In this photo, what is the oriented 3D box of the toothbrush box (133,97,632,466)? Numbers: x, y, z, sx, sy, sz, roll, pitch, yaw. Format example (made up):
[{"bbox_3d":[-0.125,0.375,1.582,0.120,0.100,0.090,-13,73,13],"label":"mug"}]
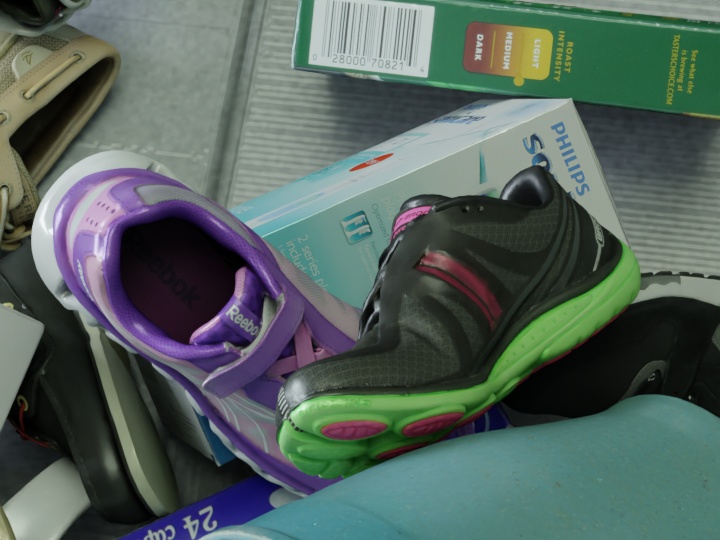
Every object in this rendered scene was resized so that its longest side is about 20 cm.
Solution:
[{"bbox_3d":[0.000,0.000,1.253,0.200,0.146,0.085,-23,98,-9],"label":"toothbrush box"}]

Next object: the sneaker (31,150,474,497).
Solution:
[{"bbox_3d":[-0.038,0.029,1.126,0.200,0.088,0.081,36,82,-10],"label":"sneaker"}]

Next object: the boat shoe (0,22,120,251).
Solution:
[{"bbox_3d":[-0.180,-0.041,1.338,0.064,0.071,0.200,21,62,15],"label":"boat shoe"}]

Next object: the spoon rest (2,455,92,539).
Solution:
[{"bbox_3d":[-0.167,0.156,1.231,0.099,0.061,0.200,28,65,18],"label":"spoon rest"}]

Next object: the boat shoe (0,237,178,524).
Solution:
[{"bbox_3d":[-0.127,0.053,1.254,0.063,0.074,0.201,-26,35,-4],"label":"boat shoe"}]

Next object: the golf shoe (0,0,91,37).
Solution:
[{"bbox_3d":[-0.148,-0.150,1.368,0.200,0.077,0.088,-10,69,-45],"label":"golf shoe"}]

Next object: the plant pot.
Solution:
[{"bbox_3d":[0.065,0.144,1.042,0.188,0.200,0.200,-27,61,-30],"label":"plant pot"}]

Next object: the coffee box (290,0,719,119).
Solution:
[{"bbox_3d":[0.075,-0.102,1.331,0.200,0.123,0.044,6,96,5],"label":"coffee box"}]

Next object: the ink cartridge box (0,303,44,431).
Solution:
[{"bbox_3d":[-0.246,0.007,1.194,0.116,0.200,0.068,17,82,55],"label":"ink cartridge box"}]

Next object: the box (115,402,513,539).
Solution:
[{"bbox_3d":[0.017,0.175,1.186,0.184,0.105,0.200,-25,63,-10],"label":"box"}]

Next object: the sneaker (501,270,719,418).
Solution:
[{"bbox_3d":[0.149,0.054,1.225,0.200,0.076,0.088,-3,60,-36],"label":"sneaker"}]

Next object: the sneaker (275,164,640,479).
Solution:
[{"bbox_3d":[0.026,0.018,1.099,0.200,0.077,0.084,-31,86,-49],"label":"sneaker"}]

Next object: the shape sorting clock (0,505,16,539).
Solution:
[{"bbox_3d":[-0.222,0.162,1.197,0.200,0.039,0.200,-16,59,27],"label":"shape sorting clock"}]
